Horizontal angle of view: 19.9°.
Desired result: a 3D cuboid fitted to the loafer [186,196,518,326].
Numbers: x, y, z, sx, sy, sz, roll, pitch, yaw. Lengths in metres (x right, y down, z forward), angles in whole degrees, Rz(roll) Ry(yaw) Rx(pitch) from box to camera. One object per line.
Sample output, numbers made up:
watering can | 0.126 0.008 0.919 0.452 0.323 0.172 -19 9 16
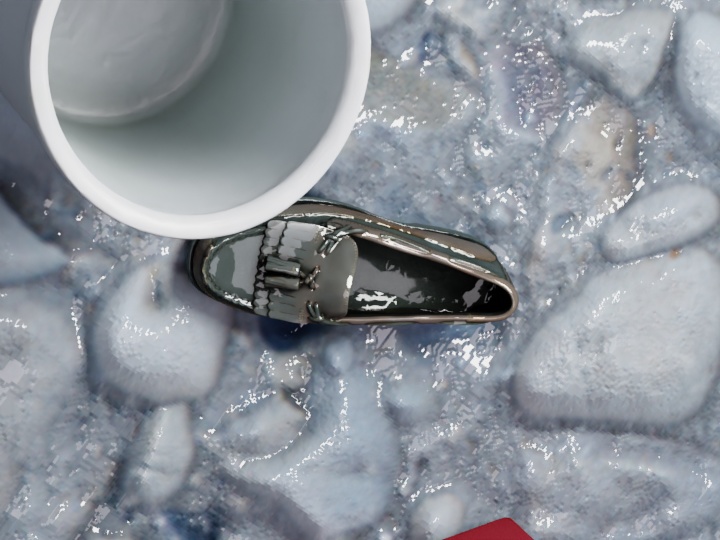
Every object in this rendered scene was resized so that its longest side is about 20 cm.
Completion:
loafer | 0.000 0.000 1.201 0.199 0.063 0.072 4 105 -23

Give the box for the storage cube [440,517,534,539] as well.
storage cube | 0.062 0.278 1.250 0.170 0.180 0.201 -14 110 -17

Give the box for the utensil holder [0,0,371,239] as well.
utensil holder | -0.106 -0.125 1.044 0.169 0.200 0.171 -6 108 -19
